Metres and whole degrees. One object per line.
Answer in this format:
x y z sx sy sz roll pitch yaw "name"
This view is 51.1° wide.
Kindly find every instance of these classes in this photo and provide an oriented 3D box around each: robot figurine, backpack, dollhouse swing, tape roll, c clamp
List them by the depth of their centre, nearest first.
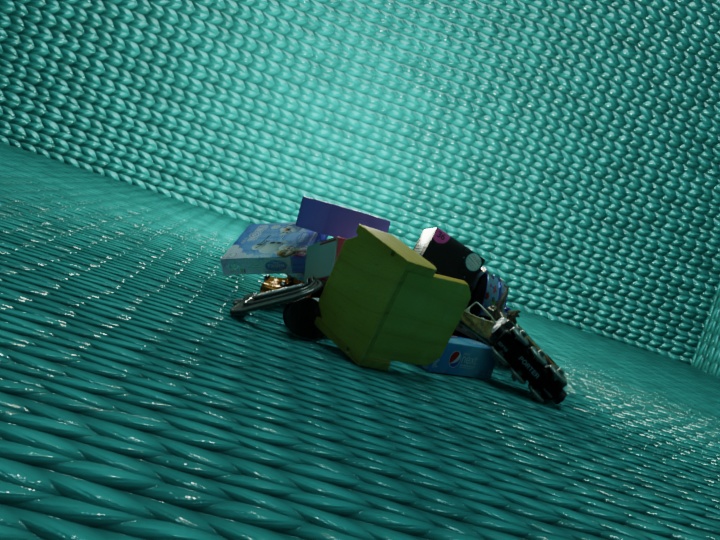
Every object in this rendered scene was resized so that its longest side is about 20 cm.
0.060 0.051 1.328 0.174 0.203 0.181 3 28 -49 "dollhouse swing"
-0.154 0.043 1.369 0.196 0.028 0.171 -13 7 18 "c clamp"
-0.145 0.050 1.564 0.142 0.059 0.200 17 3 4 "robot figurine"
-0.037 -0.100 1.605 0.196 0.067 0.200 15 3 -1 "tape roll"
0.307 0.097 1.892 0.132 0.204 0.183 16 4 -12 "backpack"

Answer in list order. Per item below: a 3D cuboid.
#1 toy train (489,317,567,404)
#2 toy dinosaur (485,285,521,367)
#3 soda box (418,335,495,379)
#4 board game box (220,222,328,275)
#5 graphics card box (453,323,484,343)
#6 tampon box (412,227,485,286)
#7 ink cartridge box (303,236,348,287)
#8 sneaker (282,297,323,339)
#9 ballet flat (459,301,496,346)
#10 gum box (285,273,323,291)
0.336 0.180 1.512 0.200 0.085 0.114 46 14 -1 "toy train"
0.341 0.147 1.768 0.084 0.204 0.136 -13 -17 9 "toy dinosaur"
0.186 0.168 1.497 0.198 0.065 0.067 15 6 -42 "soda box"
-0.189 -0.053 1.695 0.195 0.044 0.201 -3 25 13 "board game box"
0.196 0.125 1.695 0.197 0.051 0.126 26 -20 16 "graphics card box"
0.184 0.020 1.858 0.148 0.202 0.126 31 -5 -10 "tampon box"
0.000 0.000 1.560 0.197 0.087 0.145 12 -12 -28 "ink cartridge box"
-0.103 0.085 1.391 0.087 0.076 0.199 0 -2 26 "sneaker"
0.217 0.086 1.601 0.198 0.072 0.071 33 9 14 "ballet flat"
-0.099 0.019 1.719 0.199 0.066 0.115 24 -32 48 "gum box"
